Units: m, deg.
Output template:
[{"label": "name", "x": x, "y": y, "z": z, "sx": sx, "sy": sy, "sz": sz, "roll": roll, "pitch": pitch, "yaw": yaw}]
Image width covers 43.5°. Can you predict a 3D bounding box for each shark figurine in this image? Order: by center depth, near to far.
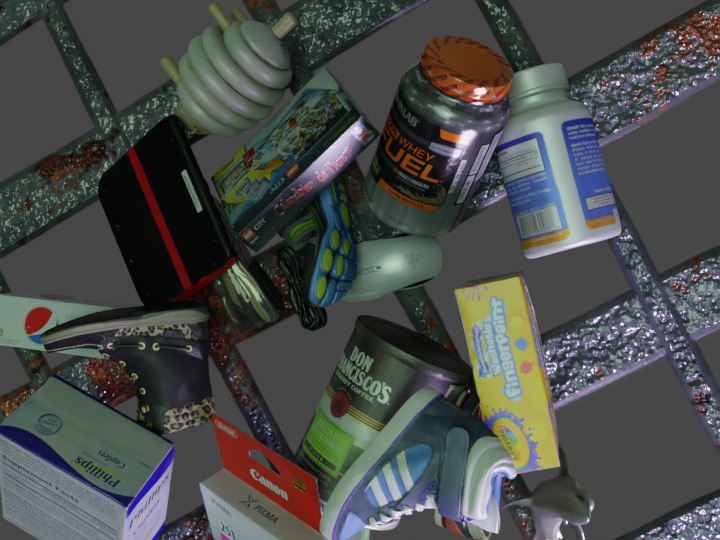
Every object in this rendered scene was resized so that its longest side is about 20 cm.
[{"label": "shark figurine", "x": 0.201, "y": 0.286, "z": 1.025, "sx": 0.089, "sy": 0.128, "sz": 0.215, "roll": -8, "pitch": 135, "yaw": -7}]

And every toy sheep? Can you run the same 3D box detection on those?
[{"label": "toy sheep", "x": -0.150, "y": -0.235, "z": 1.068, "sx": 0.200, "sy": 0.138, "sz": 0.138, "roll": -41, "pitch": 84, "yaw": 28}]

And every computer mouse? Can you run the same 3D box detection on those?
[{"label": "computer mouse", "x": 0.000, "y": 0.000, "z": 1.088, "sx": 0.200, "sy": 0.044, "sz": 0.110, "roll": -17, "pitch": 88, "yaw": 12}]

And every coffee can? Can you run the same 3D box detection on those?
[{"label": "coffee can", "x": 0.022, "y": 0.172, "z": 1.038, "sx": 0.146, "sy": 0.146, "sz": 0.200, "roll": 26, "pitch": 97, "yaw": 10}]

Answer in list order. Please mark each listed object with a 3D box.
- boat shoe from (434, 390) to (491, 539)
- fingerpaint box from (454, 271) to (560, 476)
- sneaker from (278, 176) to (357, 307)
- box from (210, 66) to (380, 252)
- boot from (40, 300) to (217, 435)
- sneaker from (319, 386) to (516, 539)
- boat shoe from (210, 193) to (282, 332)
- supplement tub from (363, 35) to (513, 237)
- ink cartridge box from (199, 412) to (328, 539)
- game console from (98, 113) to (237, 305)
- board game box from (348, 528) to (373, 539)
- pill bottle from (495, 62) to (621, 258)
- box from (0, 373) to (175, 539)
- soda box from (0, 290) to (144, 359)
[{"label": "boat shoe", "x": 0.126, "y": 0.226, "z": 1.028, "sx": 0.063, "sy": 0.071, "sz": 0.200, "roll": 18, "pitch": 124, "yaw": 27}, {"label": "fingerpaint box", "x": 0.167, "y": 0.106, "z": 0.995, "sx": 0.073, "sy": 0.167, "sz": 0.200, "roll": -12, "pitch": 89, "yaw": 12}, {"label": "sneaker", "x": -0.055, "y": -0.039, "z": 1.061, "sx": 0.083, "sy": 0.071, "sz": 0.200, "roll": -23, "pitch": 53, "yaw": 22}, {"label": "box", "x": -0.082, "y": -0.133, "z": 1.063, "sx": 0.200, "sy": 0.038, "sz": 0.137, "roll": -42, "pitch": 41, "yaw": 11}, {"label": "boot", "x": -0.270, "y": 0.121, "z": 1.078, "sx": 0.200, "sy": 0.073, "sz": 0.151, "roll": -9, "pitch": 100, "yaw": -9}, {"label": "sneaker", "x": 0.065, "y": 0.233, "z": 0.908, "sx": 0.146, "sy": 0.081, "sz": 0.200, "roll": 39, "pitch": 97, "yaw": 22}, {"label": "boat shoe", "x": -0.175, "y": -0.012, "z": 1.110, "sx": 0.073, "sy": 0.074, "sz": 0.200, "roll": -33, "pitch": 84, "yaw": 11}, {"label": "supplement tub", "x": 0.085, "y": -0.144, "z": 0.984, "sx": 0.122, "sy": 0.123, "sz": 0.200, "roll": 29, "pitch": 131, "yaw": 9}, {"label": "ink cartridge box", "x": -0.114, "y": 0.279, "z": 1.042, "sx": 0.200, "sy": 0.044, "sz": 0.174, "roll": 20, "pitch": 129, "yaw": 43}, {"label": "game console", "x": -0.240, "y": -0.064, "z": 1.104, "sx": 0.177, "sy": 0.031, "sz": 0.200, "roll": -31, "pitch": 79, "yaw": 34}, {"label": "board game box", "x": -0.056, "y": 0.399, "z": 1.120, "sx": 0.126, "sy": 0.035, "sz": 0.200, "roll": 7, "pitch": 93, "yaw": 11}, {"label": "pill bottle", "x": 0.212, "y": -0.122, "z": 1.005, "sx": 0.112, "sy": 0.112, "sz": 0.200, "roll": -15, "pitch": 88, "yaw": 12}, {"label": "box", "x": -0.332, "y": 0.257, "z": 1.092, "sx": 0.184, "sy": 0.105, "sz": 0.200, "roll": 27, "pitch": 134, "yaw": 9}, {"label": "soda box", "x": -0.363, "y": 0.070, "z": 1.158, "sx": 0.200, "sy": 0.064, "sz": 0.068, "roll": 6, "pitch": 94, "yaw": 11}]
